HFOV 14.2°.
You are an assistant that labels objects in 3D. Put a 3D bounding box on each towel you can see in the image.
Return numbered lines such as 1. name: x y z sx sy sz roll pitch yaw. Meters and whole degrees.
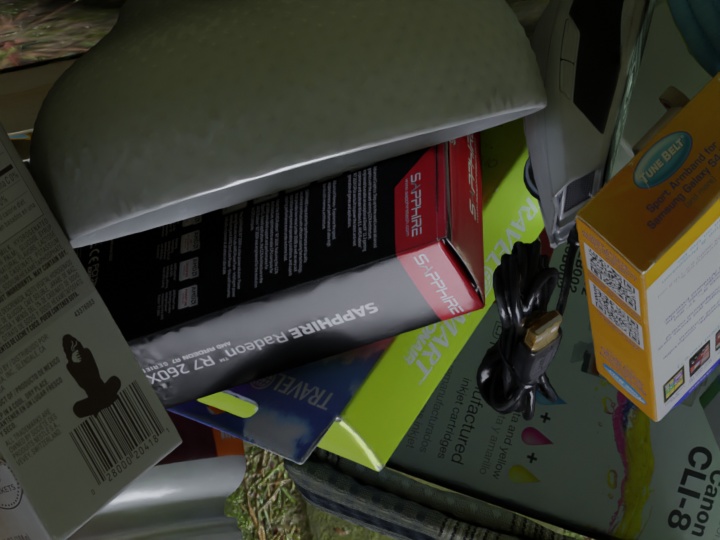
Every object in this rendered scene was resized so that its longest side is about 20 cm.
1. towel: 0.063 0.119 1.323 0.200 0.035 0.193 21 172 5

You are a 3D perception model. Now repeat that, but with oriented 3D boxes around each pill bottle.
1. pill bottle: 0.162 -0.070 1.332 0.112 0.113 0.200 -12 173 9
2. pill bottle: -0.117 0.059 1.363 0.114 0.200 0.114 -10 174 -1

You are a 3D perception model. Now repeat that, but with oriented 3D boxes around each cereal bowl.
1. cereal bowl: -0.034 -0.073 1.084 0.200 0.084 0.200 -16 -179 0

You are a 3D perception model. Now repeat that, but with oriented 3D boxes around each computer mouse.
1. computer mouse: 0.080 -0.048 1.153 0.044 0.200 0.110 13 159 9

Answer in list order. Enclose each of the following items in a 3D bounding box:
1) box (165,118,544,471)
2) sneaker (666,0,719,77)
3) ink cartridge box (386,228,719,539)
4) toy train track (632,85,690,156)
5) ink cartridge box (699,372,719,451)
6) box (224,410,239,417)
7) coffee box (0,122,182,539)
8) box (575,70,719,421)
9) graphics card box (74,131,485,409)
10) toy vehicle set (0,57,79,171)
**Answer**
1. box: 0.000 0.000 1.253 0.122 0.200 0.048 18 155 43
2. sneaker: 0.204 -0.119 1.156 0.200 0.080 0.130 8 161 -39
3. ink cartridge box: 0.118 0.053 1.366 0.200 0.146 0.145 18 176 -5
4. toy train track: 0.132 -0.028 1.202 0.115 0.033 0.200 -46 159 -5
5. ink cartridge box: 0.257 0.045 1.223 0.200 0.088 0.145 -20 169 -4
6. box: -0.030 0.001 1.411 0.043 0.161 0.200 -5 175 9
7. coffee box: -0.168 0.006 1.045 0.114 0.200 0.080 -19 -166 45
8. box: 0.143 -0.015 1.146 0.119 0.041 0.200 -44 162 -10
9. graphics card box: -0.044 -0.014 1.223 0.200 0.126 0.051 -18 135 18
10. toy vehicle set: -0.136 -0.061 1.313 0.124 0.027 0.200 -11 173 6
